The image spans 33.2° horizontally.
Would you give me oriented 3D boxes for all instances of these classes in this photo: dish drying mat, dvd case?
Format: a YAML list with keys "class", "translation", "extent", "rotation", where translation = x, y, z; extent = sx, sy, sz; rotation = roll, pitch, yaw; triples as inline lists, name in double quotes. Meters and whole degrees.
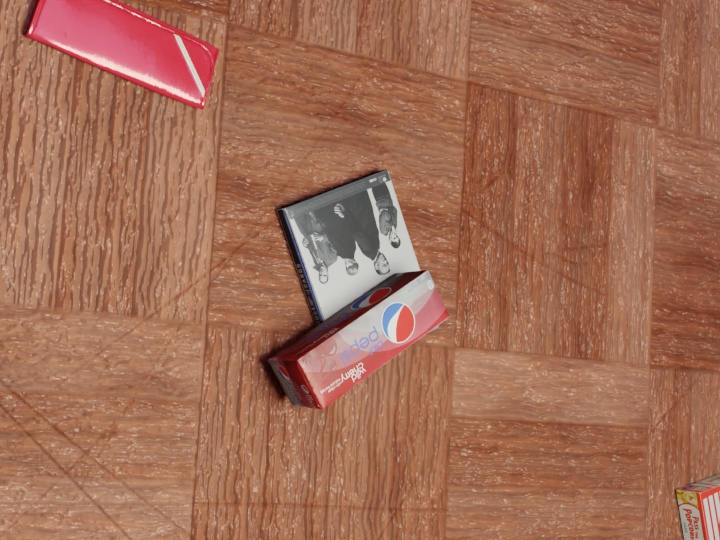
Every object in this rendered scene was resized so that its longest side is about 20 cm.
- class: "dish drying mat"
  translation: [-0.243, -0.239, 1.263]
  extent: [0.200, 0.018, 0.077]
  rotation: [21, 76, -29]
- class: "dvd case"
  translation: [0.000, 0.000, 1.395]
  extent: [0.150, 0.025, 0.200]
  rotation: [-23, 99, -31]

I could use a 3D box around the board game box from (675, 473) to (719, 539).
- class: "board game box"
  translation: [0.521, 0.384, 1.682]
  extent: [0.151, 0.046, 0.200]
  rotation: [-12, 93, -32]

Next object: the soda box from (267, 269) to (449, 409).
- class: "soda box"
  translation: [0.001, 0.074, 1.334]
  extent: [0.200, 0.070, 0.063]
  rotation: [-34, 105, -30]
